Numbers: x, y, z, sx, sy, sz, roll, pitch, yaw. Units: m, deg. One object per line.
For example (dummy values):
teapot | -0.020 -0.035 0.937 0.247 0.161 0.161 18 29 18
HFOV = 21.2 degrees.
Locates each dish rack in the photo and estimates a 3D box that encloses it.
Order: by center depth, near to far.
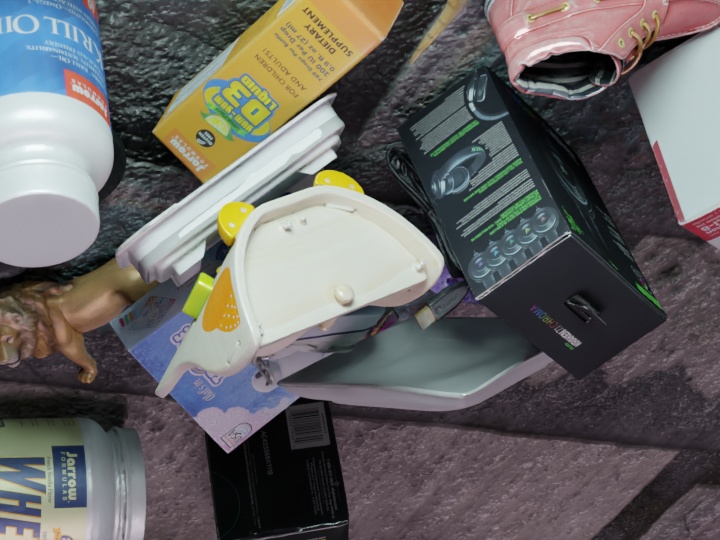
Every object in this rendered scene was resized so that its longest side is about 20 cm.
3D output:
dish rack | -0.092 -0.052 1.442 0.199 0.044 0.172 -38 179 -8

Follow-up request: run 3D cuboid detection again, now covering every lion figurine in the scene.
lion figurine | -0.224 0.027 1.627 0.199 0.073 0.123 -30 137 0

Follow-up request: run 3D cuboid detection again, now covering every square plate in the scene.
square plate | 0.066 0.079 1.603 0.199 0.029 0.197 1 -165 39

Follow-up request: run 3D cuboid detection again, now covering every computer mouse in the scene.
computer mouse | 0.000 0.000 1.535 0.199 0.141 0.046 -32 169 -24

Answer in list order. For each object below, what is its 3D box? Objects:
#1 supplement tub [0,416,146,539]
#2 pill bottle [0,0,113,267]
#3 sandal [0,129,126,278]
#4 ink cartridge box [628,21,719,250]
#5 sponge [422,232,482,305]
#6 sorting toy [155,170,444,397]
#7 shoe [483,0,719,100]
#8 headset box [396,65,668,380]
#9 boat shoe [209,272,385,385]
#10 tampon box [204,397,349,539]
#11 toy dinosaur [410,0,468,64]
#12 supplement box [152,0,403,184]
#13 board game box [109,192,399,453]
supplement tub | -0.307 0.209 1.778 0.198 0.146 0.145 0 144 -18
pill bottle | -0.225 -0.106 1.304 0.111 0.201 0.113 -9 146 -6
sandal | -0.246 -0.044 1.521 0.075 0.048 0.200 15 138 -34
ink cartridge box | 0.336 -0.097 1.525 0.144 0.146 0.199 -31 147 26
sponge | 0.128 0.008 1.663 0.199 0.111 0.030 11 104 -31
sorting toy | -0.072 0.029 1.405 0.199 0.107 0.180 -21 160 -44
shoe | 0.194 -0.176 1.433 0.198 0.092 0.072 -3 145 -13
headset box | 0.138 -0.031 1.516 0.092 0.201 0.174 -35 140 16
boat shoe | -0.070 0.049 1.572 0.201 0.075 0.086 -2 132 -51
tampon box | -0.079 0.242 1.890 0.125 0.151 0.201 -8 146 -5
toy dinosaur | 0.074 -0.233 1.362 0.105 0.061 0.201 5 144 18
supplement box | -0.062 -0.147 1.402 0.067 0.069 0.200 43 125 -14
board game box | -0.085 0.042 1.640 0.198 0.043 0.200 -37 143 0
